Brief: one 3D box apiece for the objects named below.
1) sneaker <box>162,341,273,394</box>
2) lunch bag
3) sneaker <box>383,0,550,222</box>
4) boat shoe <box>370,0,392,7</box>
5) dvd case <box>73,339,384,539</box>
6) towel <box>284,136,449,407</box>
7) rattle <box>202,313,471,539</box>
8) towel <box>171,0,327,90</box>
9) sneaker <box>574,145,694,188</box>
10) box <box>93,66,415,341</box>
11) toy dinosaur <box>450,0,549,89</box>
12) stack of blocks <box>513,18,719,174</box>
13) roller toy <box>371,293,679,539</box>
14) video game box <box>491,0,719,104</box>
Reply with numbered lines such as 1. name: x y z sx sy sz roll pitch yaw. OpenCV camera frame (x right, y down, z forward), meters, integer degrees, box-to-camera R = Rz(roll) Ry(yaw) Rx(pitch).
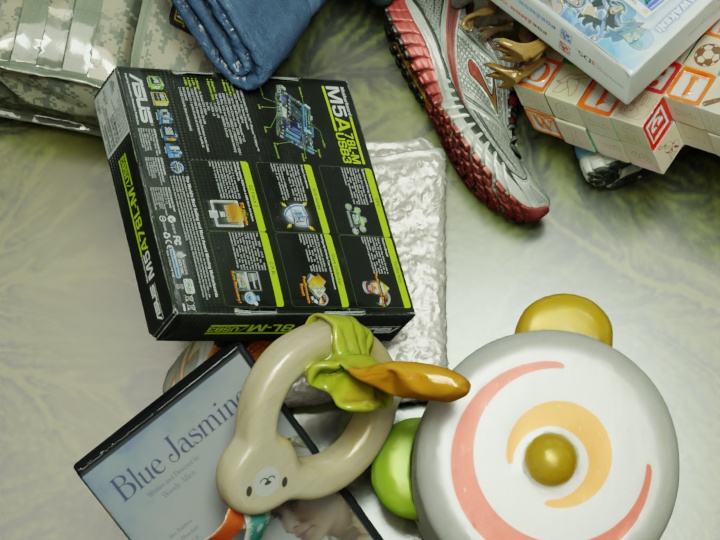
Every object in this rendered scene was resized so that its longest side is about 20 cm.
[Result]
1. sneaker: -0.104 0.059 1.580 0.076 0.092 0.201 26 77 -30
2. lunch bag: -0.177 -0.187 1.634 0.199 0.118 0.165 11 72 -3
3. sneaker: 0.091 -0.128 1.627 0.082 0.078 0.201 -25 76 -6
4. boat shoe: 0.040 -0.277 1.667 0.066 0.074 0.200 41 51 -18
5. dvd case: -0.087 0.165 1.530 0.142 0.018 0.200 -38 114 -8
6. towel: 0.000 0.000 1.620 0.132 0.034 0.201 -2 76 2
7. rattle: -0.025 0.138 1.462 0.143 0.130 0.200 31 75 33
8. towel: -0.073 -0.218 1.603 0.048 0.200 0.112 -19 114 29
9. sneaker: 0.243 -0.140 1.626 0.199 0.078 0.090 -23 73 -4
10. box: -0.074 -0.046 1.539 0.192 0.048 0.201 1 60 -34
11. toy dinosaur: 0.136 -0.182 1.551 0.199 0.060 0.106 16 64 32
12. stack of blocks: 0.223 -0.132 1.554 0.199 0.059 0.115 22 69 34
13. roller toy: 0.127 0.135 1.520 0.200 0.140 0.183 -39 83 -9
14. video game box: 0.183 -0.236 1.529 0.182 0.047 0.200 40 68 22
